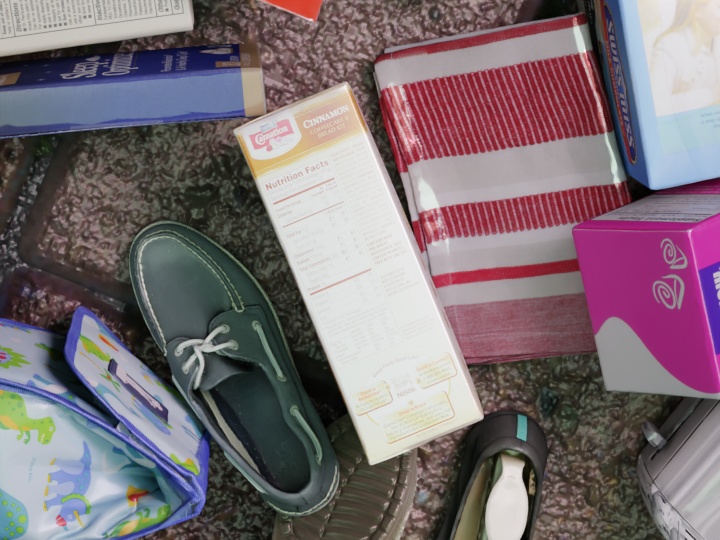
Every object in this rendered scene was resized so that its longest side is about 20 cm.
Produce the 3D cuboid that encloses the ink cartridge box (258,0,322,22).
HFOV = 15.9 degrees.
[{"bbox_3d":[-0.076,-0.257,1.449,0.173,0.044,0.201,19,66,-6],"label":"ink cartridge box"}]

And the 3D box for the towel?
[{"bbox_3d":[0.091,-0.043,1.527,0.143,0.023,0.201,-8,103,29],"label":"towel"}]

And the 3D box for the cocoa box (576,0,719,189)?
[{"bbox_3d":[0.238,-0.136,1.492,0.199,0.131,0.134,-12,102,-4],"label":"cocoa box"}]

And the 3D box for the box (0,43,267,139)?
[{"bbox_3d":[-0.155,-0.103,1.485,0.199,0.121,0.033,-6,102,-2],"label":"box"}]

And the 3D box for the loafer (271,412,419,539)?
[{"bbox_3d":[-0.021,0.179,1.578,0.075,0.068,0.201,23,83,11],"label":"loafer"}]

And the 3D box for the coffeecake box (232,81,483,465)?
[{"bbox_3d":[0.000,0.000,1.482,0.073,0.154,0.201,-22,91,2],"label":"coffeecake box"}]

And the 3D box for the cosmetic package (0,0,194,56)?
[{"bbox_3d":[-0.200,-0.178,1.493,0.199,0.071,0.106,-7,101,-2],"label":"cosmetic package"}]

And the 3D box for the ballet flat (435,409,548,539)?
[{"bbox_3d":[0.072,0.185,1.582,0.068,0.068,0.201,8,101,-5],"label":"ballet flat"}]

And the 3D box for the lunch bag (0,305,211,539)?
[{"bbox_3d":[-0.185,0.095,1.498,0.199,0.170,0.128,12,101,-5],"label":"lunch bag"}]

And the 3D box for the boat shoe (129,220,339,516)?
[{"bbox_3d":[-0.076,0.055,1.533,0.073,0.062,0.201,-31,84,3],"label":"boat shoe"}]

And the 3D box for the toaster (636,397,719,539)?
[{"bbox_3d":[0.261,0.141,1.564,0.200,0.114,0.129,43,100,-12],"label":"toaster"}]

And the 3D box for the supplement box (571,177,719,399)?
[{"bbox_3d":[0.232,-0.006,1.490,0.199,0.103,0.102,-22,104,-33],"label":"supplement box"}]
